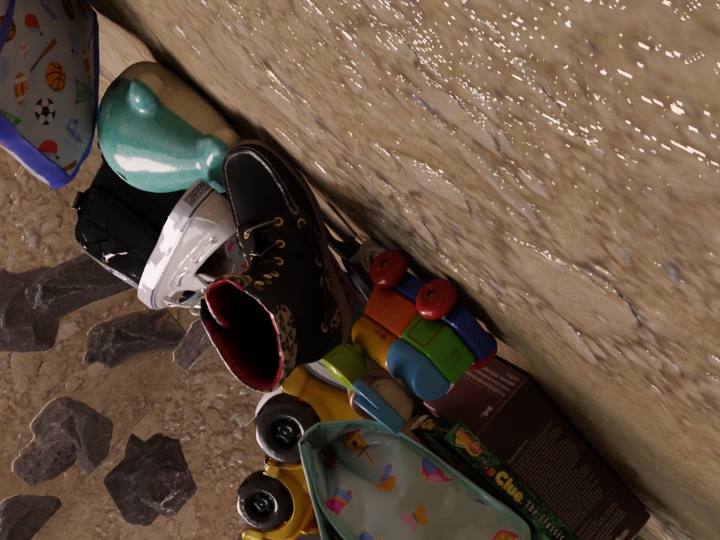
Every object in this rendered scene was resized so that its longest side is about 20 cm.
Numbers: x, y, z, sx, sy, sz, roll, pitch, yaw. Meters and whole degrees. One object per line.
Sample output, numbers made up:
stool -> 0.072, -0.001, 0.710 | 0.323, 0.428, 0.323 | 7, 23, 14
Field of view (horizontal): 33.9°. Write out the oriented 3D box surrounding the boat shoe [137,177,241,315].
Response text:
boat shoe -> -0.149, -0.004, 1.121 | 0.086, 0.075, 0.202 | 37, 142, 1

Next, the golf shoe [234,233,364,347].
golf shoe -> -0.061, -0.004, 1.135 | 0.201, 0.072, 0.092 | 59, -176, 27

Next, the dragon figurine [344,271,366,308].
dragon figurine -> -0.014, 0.041, 1.279 | 0.099, 0.059, 0.200 | 38, 170, 36

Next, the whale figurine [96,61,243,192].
whale figurine -> -0.174, -0.115, 1.113 | 0.199, 0.104, 0.159 | 33, 167, 43

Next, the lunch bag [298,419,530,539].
lunch bag -> 0.037, 0.213, 0.969 | 0.199, 0.122, 0.171 | 31, 164, 22

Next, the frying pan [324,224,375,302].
frying pan -> -0.001, 0.001, 1.103 | 0.191, 0.031, 0.115 | 56, 176, -5

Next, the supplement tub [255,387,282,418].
supplement tub -> -0.016, 0.201, 1.382 | 0.201, 0.140, 0.140 | 51, 174, 12

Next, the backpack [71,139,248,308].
backpack -> -0.191, -0.053, 1.279 | 0.199, 0.179, 0.150 | 33, -170, 32

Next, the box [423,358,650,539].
box -> 0.154, 0.165, 1.033 | 0.200, 0.075, 0.100 | 46, 172, -26

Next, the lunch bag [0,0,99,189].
lunch bag -> -0.325, -0.196, 1.095 | 0.170, 0.122, 0.202 | 51, -155, -60

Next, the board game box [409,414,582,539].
board game box -> 0.129, 0.195, 0.976 | 0.200, 0.023, 0.105 | 44, 166, -8

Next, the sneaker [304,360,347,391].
sneaker -> 0.044, 0.092, 1.193 | 0.198, 0.083, 0.070 | 19, -151, -15

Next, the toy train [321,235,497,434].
toy train -> 0.012, 0.048, 0.971 | 0.085, 0.116, 0.200 | 49, 171, -36

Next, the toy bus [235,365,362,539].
toy bus -> -0.017, 0.204, 1.245 | 0.190, 0.202, 0.136 | 19, -163, 6

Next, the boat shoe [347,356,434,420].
boat shoe -> 0.074, 0.121, 1.136 | 0.198, 0.072, 0.065 | 23, -153, -28

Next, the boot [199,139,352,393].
boot -> -0.081, -0.004, 0.976 | 0.202, 0.072, 0.150 | 70, -157, -7

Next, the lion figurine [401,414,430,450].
lion figurine -> 0.107, 0.215, 1.080 | 0.199, 0.073, 0.123 | 35, 156, 21
